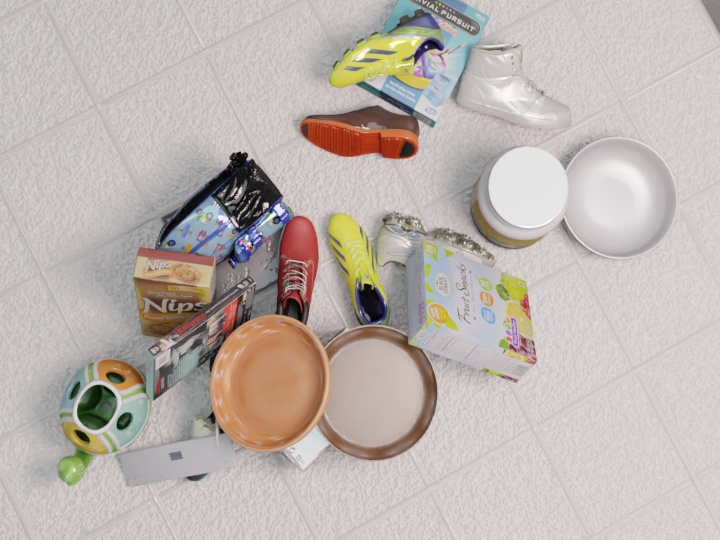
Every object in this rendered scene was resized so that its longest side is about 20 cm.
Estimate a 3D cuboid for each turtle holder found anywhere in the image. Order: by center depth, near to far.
[{"bbox_3d":[-0.409,0.221,1.652,0.184,0.132,0.142,-35,88,-7],"label":"turtle holder"}]

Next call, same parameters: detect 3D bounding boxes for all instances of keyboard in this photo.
[{"bbox_3d":[-0.284,0.295,1.672,0.197,0.011,0.057,-13,94,19],"label":"keyboard"}]

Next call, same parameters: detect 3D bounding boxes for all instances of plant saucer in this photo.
[{"bbox_3d":[-0.131,0.168,1.601,0.197,0.037,0.203,-6,75,21],"label":"plant saucer"},{"bbox_3d":[0.018,0.184,1.618,0.197,0.032,0.204,0,86,-4],"label":"plant saucer"}]

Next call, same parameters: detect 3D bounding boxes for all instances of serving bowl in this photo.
[{"bbox_3d":[0.419,-0.116,1.774,0.197,0.066,0.204,0,85,-3],"label":"serving bowl"}]

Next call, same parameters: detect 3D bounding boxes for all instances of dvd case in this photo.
[{"bbox_3d":[-0.243,0.103,1.634,0.022,0.147,0.199,42,60,15],"label":"dvd case"}]

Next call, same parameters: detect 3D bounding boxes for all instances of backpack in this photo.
[{"bbox_3d":[-0.218,-0.066,1.665,0.200,0.182,0.135,-44,95,-12],"label":"backpack"}]

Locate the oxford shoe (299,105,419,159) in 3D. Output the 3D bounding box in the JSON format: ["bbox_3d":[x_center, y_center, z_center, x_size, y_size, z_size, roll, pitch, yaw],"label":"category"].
[{"bbox_3d":[0.000,-0.233,1.767,0.197,0.072,0.073,9,56,0],"label":"oxford shoe"}]

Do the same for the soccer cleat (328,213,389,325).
[{"bbox_3d":[0.001,0.000,1.725,0.064,0.084,0.203,-18,86,-5],"label":"soccer cleat"}]

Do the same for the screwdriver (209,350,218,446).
[{"bbox_3d":[-0.221,0.187,1.659,0.027,0.201,0.029,-7,130,1],"label":"screwdriver"}]

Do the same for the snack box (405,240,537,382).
[{"bbox_3d":[0.170,0.064,1.671,0.198,0.068,0.170,19,43,-19],"label":"snack box"}]

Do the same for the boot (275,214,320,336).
[{"bbox_3d":[-0.099,0.006,1.688,0.071,0.144,0.203,5,84,-3],"label":"boot"}]

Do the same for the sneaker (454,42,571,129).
[{"bbox_3d":[0.263,-0.306,1.756,0.197,0.074,0.117,14,120,-2],"label":"sneaker"}]

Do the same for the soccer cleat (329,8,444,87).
[{"bbox_3d":[0.044,-0.339,1.716,0.198,0.065,0.084,-31,88,-6],"label":"soccer cleat"}]

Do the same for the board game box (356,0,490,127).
[{"bbox_3d":[0.103,-0.365,1.785,0.150,0.047,0.202,28,84,-1],"label":"board game box"}]

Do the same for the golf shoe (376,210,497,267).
[{"bbox_3d":[0.120,-0.023,1.754,0.197,0.078,0.099,18,104,1],"label":"golf shoe"}]

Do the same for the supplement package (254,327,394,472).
[{"bbox_3d":[-0.057,0.200,1.686,0.200,0.117,0.117,-43,89,-7],"label":"supplement package"}]

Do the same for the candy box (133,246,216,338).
[{"bbox_3d":[-0.280,0.042,1.643,0.113,0.201,0.056,7,61,-3],"label":"candy box"}]

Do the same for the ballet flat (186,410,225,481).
[{"bbox_3d":[-0.224,0.236,1.694,0.068,0.068,0.201,26,75,44],"label":"ballet flat"}]

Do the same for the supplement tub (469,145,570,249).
[{"bbox_3d":[0.250,-0.114,1.691,0.142,0.200,0.147,0,85,1],"label":"supplement tub"}]
